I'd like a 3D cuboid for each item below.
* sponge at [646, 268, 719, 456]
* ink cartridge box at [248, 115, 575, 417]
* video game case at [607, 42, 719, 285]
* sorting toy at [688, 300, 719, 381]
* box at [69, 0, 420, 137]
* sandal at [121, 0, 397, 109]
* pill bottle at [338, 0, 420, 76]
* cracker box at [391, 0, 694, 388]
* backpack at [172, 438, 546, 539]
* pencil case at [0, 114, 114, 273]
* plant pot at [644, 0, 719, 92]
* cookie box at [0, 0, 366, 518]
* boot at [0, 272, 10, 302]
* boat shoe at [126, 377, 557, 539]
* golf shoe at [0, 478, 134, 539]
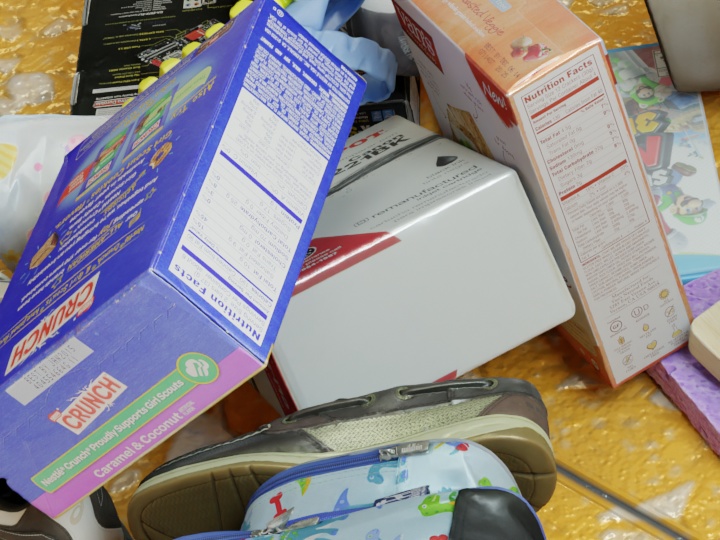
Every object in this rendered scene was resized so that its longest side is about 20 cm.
[{"bbox_3d":[0.244,0.022,1.467,0.200,0.030,0.112,-26,43,-14],"label":"sponge"},{"bbox_3d":[0.000,0.000,1.443,0.144,0.084,0.200,-27,16,-10],"label":"ink cartridge box"},{"bbox_3d":[0.123,-0.051,1.583,0.143,0.018,0.200,-8,42,4],"label":"video game case"},{"bbox_3d":[0.296,0.027,1.384,0.199,0.070,0.200,-34,58,-19],"label":"sorting toy"},{"bbox_3d":[-0.065,-0.124,1.685,0.199,0.049,0.160,-6,45,6],"label":"box"},{"bbox_3d":[-0.057,-0.084,1.504,0.200,0.080,0.087,-44,76,-5],"label":"sandal"},{"bbox_3d":[0.006,-0.175,1.610,0.106,0.106,0.200,-37,48,-26],"label":"pill bottle"},{"bbox_3d":[0.089,-0.056,1.424,0.058,0.200,0.134,-30,39,-9],"label":"cracker box"},{"bbox_3d":[-0.003,0.175,1.248,0.199,0.183,0.147,-11,38,17],"label":"backpack"},{"bbox_3d":[-0.108,-0.052,1.583,0.199,0.091,0.083,-9,24,6],"label":"pencil case"},{"bbox_3d":[0.236,-0.180,1.578,0.173,0.200,0.200,-19,41,7],"label":"plant pot"},{"bbox_3d":[-0.095,-0.007,1.352,0.171,0.075,0.200,-35,25,39],"label":"cookie box"},{"bbox_3d":[-0.198,0.021,1.545,0.199,0.073,0.090,10,26,8],"label":"boot"},{"bbox_3d":[-0.007,0.093,1.321,0.199,0.073,0.065,-8,33,11],"label":"boat shoe"},{"bbox_3d":[-0.185,0.092,1.444,0.200,0.095,0.078,28,56,37],"label":"golf shoe"}]
